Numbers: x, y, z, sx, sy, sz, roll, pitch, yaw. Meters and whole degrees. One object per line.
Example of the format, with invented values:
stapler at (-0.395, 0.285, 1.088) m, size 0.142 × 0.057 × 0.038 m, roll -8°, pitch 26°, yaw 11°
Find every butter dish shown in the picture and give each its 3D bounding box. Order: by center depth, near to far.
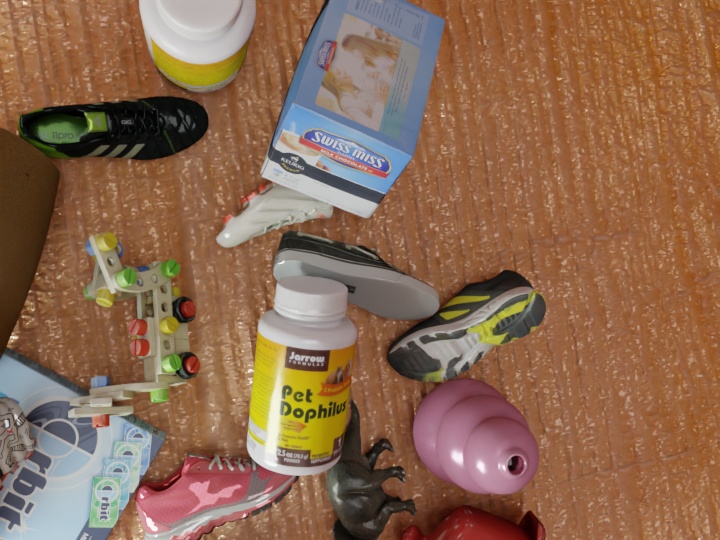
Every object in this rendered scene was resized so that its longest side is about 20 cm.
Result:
butter dish at (0.110, 0.347, 0.882) m, size 0.147 × 0.199 × 0.201 m, roll 28°, pitch 84°, yaw 12°

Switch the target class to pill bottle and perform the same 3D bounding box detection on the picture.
pill bottle at (-0.164, -0.253, 0.773) m, size 0.108 × 0.200 × 0.110 m, roll 0°, pitch 92°, yaw -13°
pill bottle at (-0.063, 0.112, 0.839) m, size 0.108 × 0.109 × 0.202 m, roll 4°, pitch 103°, yaw -13°

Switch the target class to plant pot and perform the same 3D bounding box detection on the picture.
plant pot at (-0.394, -0.038, 0.762) m, size 0.186 × 0.186 × 0.201 m, roll 30°, pitch 69°, yaw -11°

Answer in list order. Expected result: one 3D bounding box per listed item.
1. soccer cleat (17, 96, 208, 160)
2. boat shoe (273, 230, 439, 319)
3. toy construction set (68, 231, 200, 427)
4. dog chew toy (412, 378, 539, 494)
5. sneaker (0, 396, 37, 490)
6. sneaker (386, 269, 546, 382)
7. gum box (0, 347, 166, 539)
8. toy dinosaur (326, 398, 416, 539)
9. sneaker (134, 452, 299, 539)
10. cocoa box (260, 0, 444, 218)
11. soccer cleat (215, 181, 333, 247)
soccer cleat at (-0.263, -0.153, 0.822) m, size 0.198 × 0.081 × 0.068 m, roll -8°, pitch 93°, yaw -12°
boat shoe at (0.000, 0.000, 0.887) m, size 0.199 × 0.071 × 0.064 m, roll 17°, pitch 50°, yaw -10°
toy construction set at (-0.240, 0.066, 0.810) m, size 0.131 × 0.092 × 0.202 m, roll 15°, pitch 78°, yaw -54°
dog chew toy at (0.134, 0.192, 0.856) m, size 0.124 × 0.200 × 0.126 m, roll 0°, pitch 92°, yaw -12°
sneaker at (-0.377, 0.220, 0.764) m, size 0.067 × 0.108 × 0.203 m, roll 25°, pitch 121°, yaw 23°
sneaker at (0.125, 0.067, 0.922) m, size 0.199 × 0.085 × 0.075 m, roll -24°, pitch 117°, yaw 9°
gum box at (-0.342, 0.208, 0.830) m, size 0.199 × 0.045 × 0.171 m, roll 31°, pitch 84°, yaw -10°
toy dinosaur at (0.001, 0.256, 0.892) m, size 0.102 × 0.077 × 0.202 m, roll -13°, pitch 97°, yaw -19°
sneaker at (-0.158, 0.238, 0.857) m, size 0.199 × 0.074 × 0.087 m, roll -24°, pitch 95°, yaw -11°
cocoa box at (-0.007, -0.187, 0.816) m, size 0.133 × 0.131 × 0.201 m, roll 21°, pitch 59°, yaw -12°
soccer cleat at (-0.073, -0.079, 0.875) m, size 0.200 × 0.069 × 0.078 m, roll -38°, pitch 102°, yaw -12°
